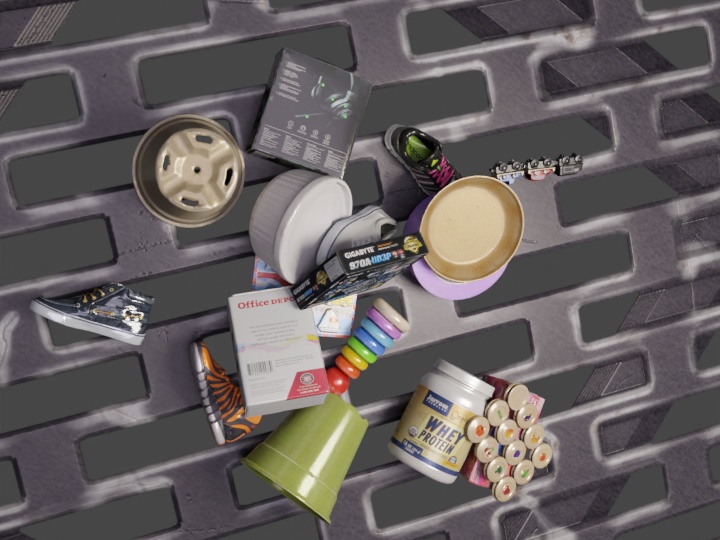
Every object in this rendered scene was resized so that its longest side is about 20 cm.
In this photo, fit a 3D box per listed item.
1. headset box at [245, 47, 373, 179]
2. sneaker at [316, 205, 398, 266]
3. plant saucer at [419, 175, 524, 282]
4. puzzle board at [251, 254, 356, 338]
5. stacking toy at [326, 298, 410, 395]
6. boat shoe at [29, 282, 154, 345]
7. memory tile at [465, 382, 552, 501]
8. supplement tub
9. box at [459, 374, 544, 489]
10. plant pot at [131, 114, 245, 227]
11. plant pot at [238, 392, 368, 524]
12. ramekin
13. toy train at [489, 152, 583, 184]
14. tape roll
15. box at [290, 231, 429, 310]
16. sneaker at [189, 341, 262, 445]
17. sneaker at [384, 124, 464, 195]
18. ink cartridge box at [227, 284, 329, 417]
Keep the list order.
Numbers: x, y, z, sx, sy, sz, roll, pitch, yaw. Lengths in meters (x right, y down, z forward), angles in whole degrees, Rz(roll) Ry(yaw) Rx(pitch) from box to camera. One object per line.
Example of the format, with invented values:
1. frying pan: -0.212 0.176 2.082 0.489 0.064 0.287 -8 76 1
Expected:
1. headset box: -0.090 -0.279 1.583 0.173 0.093 0.201 17 89 -15
2. sneaker: -0.001 -0.058 1.590 0.200 0.071 0.073 -41 147 -43
3. plant saucer: 0.196 -0.078 1.604 0.199 0.035 0.201 -6 113 -14
4. puzzle board: -0.103 0.045 1.653 0.199 0.017 0.152 5 94 -15
5. stacking toy: -0.001 0.150 1.666 0.085 0.085 0.200 41 91 -15
6. boat shoe: -0.459 0.057 1.537 0.199 0.071 0.091 19 89 -23
7. memory tile: 0.281 0.322 1.664 0.153 0.017 0.201 -35 116 -20
8. supplement tub: 0.155 0.281 1.677 0.144 0.144 0.201 28 88 -15
9. box: 0.266 0.317 1.733 0.095 0.100 0.201 21 90 -16
10. plant pot: -0.282 -0.169 1.499 0.199 0.183 0.202 -1 95 -14
11. plant pot: -0.086 0.320 1.612 0.200 0.200 0.190 40 72 -15
12. ramekin: -0.109 -0.084 1.556 0.094 0.202 0.203 27 88 27
13. toy train: 0.344 -0.197 1.740 0.199 0.034 0.046 -8 110 -15
14. tape roll: 0.180 -0.049 1.667 0.199 0.066 0.201 -6 113 -14
15. box: 0.000 0.000 1.551 0.199 0.159 0.046 -16 76 -40
16. sneaker: -0.237 0.207 1.611 0.112 0.078 0.201 -19 111 -16
17. sneaker: 0.131 -0.196 1.654 0.200 0.087 0.074 43 84 -15
18. ink cartridge box: -0.147 0.140 1.560 0.145 0.083 0.201 -8 68 -12
